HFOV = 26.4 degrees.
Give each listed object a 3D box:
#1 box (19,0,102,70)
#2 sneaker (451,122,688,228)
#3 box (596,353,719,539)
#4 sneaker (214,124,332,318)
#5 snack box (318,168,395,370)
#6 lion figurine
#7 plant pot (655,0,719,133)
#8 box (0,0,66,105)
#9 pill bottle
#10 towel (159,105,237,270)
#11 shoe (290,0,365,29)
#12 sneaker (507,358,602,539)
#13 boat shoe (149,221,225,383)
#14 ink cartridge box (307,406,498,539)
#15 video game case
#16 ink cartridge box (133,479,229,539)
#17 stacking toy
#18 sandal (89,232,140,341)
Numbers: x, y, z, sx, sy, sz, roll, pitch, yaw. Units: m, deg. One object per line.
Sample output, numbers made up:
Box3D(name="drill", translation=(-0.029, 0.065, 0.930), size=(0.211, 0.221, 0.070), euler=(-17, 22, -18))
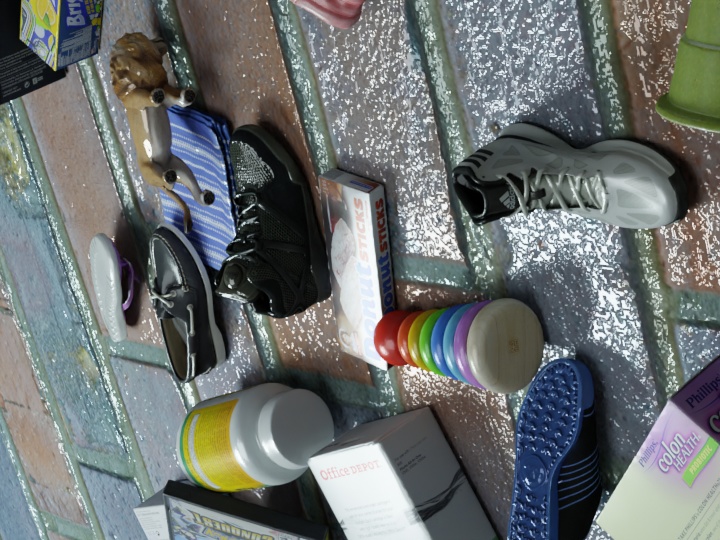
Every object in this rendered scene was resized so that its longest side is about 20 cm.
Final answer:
Box3D(name="box", translation=(-0.320, -0.321, 1.658), size=(0.070, 0.064, 0.201), euler=(41, 140, 23))
Box3D(name="sneaker", translation=(0.156, -0.057, 1.229), size=(0.199, 0.115, 0.077), euler=(17, 127, 42))
Box3D(name="box", translation=(0.316, 0.198, 1.234), size=(0.200, 0.096, 0.177), euler=(42, 141, 21))
Box3D(name="sneaker", translation=(-0.104, -0.042, 1.555), size=(0.076, 0.114, 0.202), euler=(1, 113, 47))
Box3D(name="snack box", translation=(0.000, 0.000, 1.532), size=(0.071, 0.024, 0.202), euler=(21, 129, 39))
Box3D(name="lion figurine", translation=(-0.215, -0.146, 1.610), size=(0.122, 0.072, 0.203), euler=(18, 115, 52))
Box3D(name="plant pot", translation=(0.285, -0.193, 0.946), size=(0.199, 0.199, 0.193), euler=(15, 112, 44))
Box3D(name="box", translation=(-0.454, -0.315, 1.787), size=(0.199, 0.104, 0.184), euler=(23, 130, 39))
Box3D(name="pill bottle", translation=(-0.117, 0.188, 1.730), size=(0.199, 0.112, 0.114), euler=(-20, 99, 53))
Box3D(name="towel", translation=(-0.184, -0.091, 1.690), size=(0.144, 0.024, 0.202), euler=(23, 131, 41))
Box3D(name="shoe", translation=(-0.063, -0.303, 1.354), size=(0.200, 0.071, 0.091), euler=(42, 135, 15))
Box3D(name="sneaker", translation=(0.187, 0.173, 1.403), size=(0.070, 0.077, 0.203), euler=(24, 110, 42))
Box3D(name="boat shoe", translation=(-0.210, 0.040, 1.766), size=(0.073, 0.060, 0.202), euler=(26, 139, 41))
Box3D(name="ink cartridge box", translation=(0.051, 0.255, 1.599), size=(0.145, 0.084, 0.202), euler=(-22, 97, 54))
Box3D(name="video game case", translation=(-0.134, 0.329, 1.822), size=(0.197, 0.026, 0.182), euler=(15, 143, 9))
Box3D(name="ink cartridge box", translation=(-0.196, 0.374, 1.985), size=(0.136, 0.076, 0.202), euler=(-17, 100, 54))
Box3D(name="stacking toy", translation=(0.080, 0.064, 1.446), size=(0.199, 0.085, 0.086), euler=(4, 118, 55))
Box3D(name="sandal", translation=(-0.297, 0.013, 1.882), size=(0.083, 0.049, 0.203), euler=(61, 160, 23))
